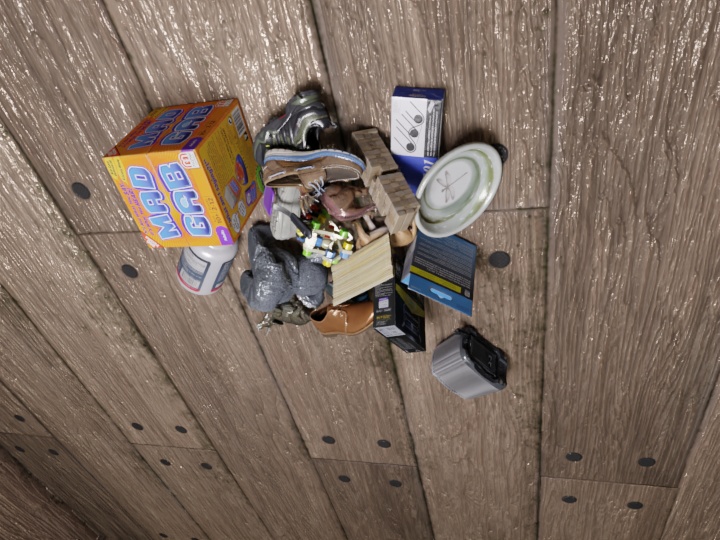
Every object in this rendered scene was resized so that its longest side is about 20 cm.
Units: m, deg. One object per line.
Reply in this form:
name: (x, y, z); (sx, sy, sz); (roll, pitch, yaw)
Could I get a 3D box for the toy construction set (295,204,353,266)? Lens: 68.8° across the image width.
toy construction set: (-0.066, -0.073, 1.096); (0.128, 0.200, 0.094); (21, 99, 2)

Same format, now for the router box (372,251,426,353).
router box: (0.087, 0.074, 1.136); (0.051, 0.162, 0.200); (-9, 154, 23)

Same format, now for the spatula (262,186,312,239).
spatula: (-0.150, -0.116, 1.056); (0.199, 0.020, 0.058); (39, 126, 37)

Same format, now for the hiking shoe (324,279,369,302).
hiking shoe: (-0.001, 0.068, 1.257); (0.074, 0.087, 0.200); (36, 172, 41)

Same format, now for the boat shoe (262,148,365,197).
boat shoe: (-0.087, -0.176, 0.972); (0.194, 0.075, 0.072); (4, 163, 16)

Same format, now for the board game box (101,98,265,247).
board game box: (-0.331, -0.189, 1.036); (0.194, 0.202, 0.204); (-1, 130, 16)

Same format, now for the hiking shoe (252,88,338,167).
hiking shoe: (-0.130, -0.245, 0.998); (0.199, 0.075, 0.102); (-37, 85, 36)

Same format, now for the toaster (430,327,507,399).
toaster: (0.262, 0.233, 1.305); (0.198, 0.115, 0.129); (36, 132, -20)

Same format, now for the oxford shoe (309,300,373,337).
oxford shoe: (-0.035, 0.100, 1.162); (0.196, 0.073, 0.071); (-19, 132, 35)

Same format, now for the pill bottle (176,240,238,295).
pill bottle: (-0.349, -0.048, 1.222); (0.118, 0.121, 0.201); (28, 132, -11)

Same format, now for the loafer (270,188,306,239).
loafer: (-0.144, -0.156, 1.116); (0.068, 0.071, 0.203); (-5, 133, -28)

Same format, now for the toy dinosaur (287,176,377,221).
toy dinosaur: (-0.050, -0.138, 1.025); (0.198, 0.134, 0.088); (33, 129, 31)

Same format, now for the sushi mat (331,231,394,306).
sushi mat: (0.000, 0.000, 1.099); (0.012, 0.098, 0.198); (11, 153, -38)

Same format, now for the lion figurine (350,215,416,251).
lion figurine: (0.056, -0.072, 1.105); (0.197, 0.072, 0.125); (-15, 109, 46)

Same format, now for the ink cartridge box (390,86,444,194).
ink cartridge box: (0.104, -0.234, 0.985); (0.091, 0.045, 0.204); (7, 132, 11)

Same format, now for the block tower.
block tower: (0.042, -0.168, 0.969); (0.053, 0.204, 0.058); (-14, 154, -23)

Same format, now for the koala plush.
koala plush: (-0.158, 0.012, 1.202); (0.195, 0.184, 0.182); (5, 115, -26)

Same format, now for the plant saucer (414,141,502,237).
plant saucer: (0.174, -0.158, 0.991); (0.196, 0.051, 0.203); (-21, 139, -19)

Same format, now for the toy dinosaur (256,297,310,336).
toy dinosaur: (-0.178, 0.107, 1.357); (0.194, 0.079, 0.103); (-4, 142, 12)

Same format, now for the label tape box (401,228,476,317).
label tape box: (0.159, 0.008, 1.074); (0.141, 0.203, 0.064); (23, 137, -7)
